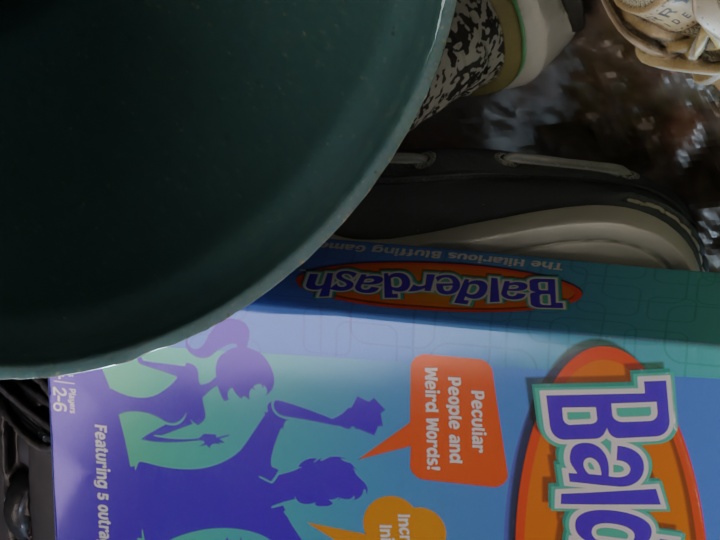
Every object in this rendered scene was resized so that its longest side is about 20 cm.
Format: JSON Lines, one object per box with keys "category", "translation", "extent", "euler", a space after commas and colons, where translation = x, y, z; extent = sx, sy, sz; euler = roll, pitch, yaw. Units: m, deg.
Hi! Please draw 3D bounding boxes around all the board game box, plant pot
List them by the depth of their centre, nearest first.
{"category": "plant pot", "translation": [-0.092, -0.093, 0.680], "extent": [0.134, 0.200, 0.201], "euler": [44, 156, 52]}
{"category": "board game box", "translation": [0.017, 0.069, 0.744], "extent": [0.199, 0.045, 0.153], "euler": [4, 118, 8]}

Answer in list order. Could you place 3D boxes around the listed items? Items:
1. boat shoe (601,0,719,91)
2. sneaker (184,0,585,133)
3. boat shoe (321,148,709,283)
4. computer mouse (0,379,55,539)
{"category": "boat shoe", "translation": [0.085, -0.076, 0.670], "extent": [0.200, 0.065, 0.072], "euler": [53, 144, -10]}
{"category": "sneaker", "translation": [-0.036, -0.065, 0.781], "extent": [0.199, 0.089, 0.077], "euler": [-3, 122, 46]}
{"category": "boat shoe", "translation": [0.000, 0.000, 0.775], "extent": [0.199, 0.062, 0.073], "euler": [-1, 115, 14]}
{"category": "computer mouse", "translation": [-0.101, 0.091, 0.914], "extent": [0.138, 0.053, 0.201], "euler": [22, 147, 45]}
